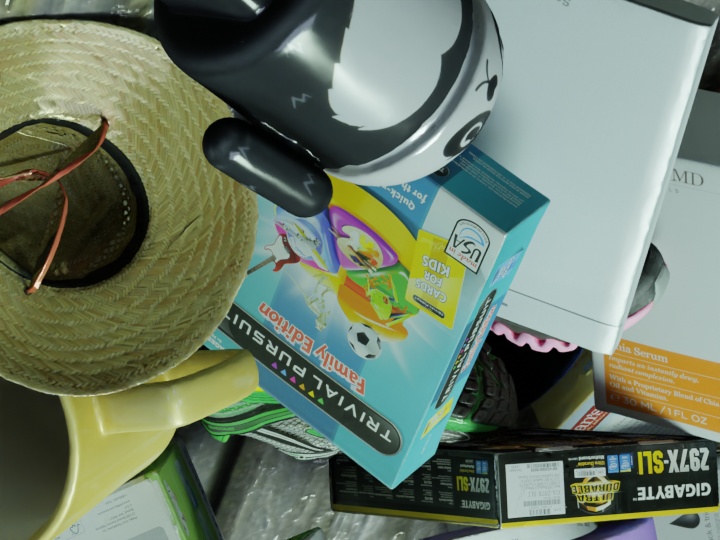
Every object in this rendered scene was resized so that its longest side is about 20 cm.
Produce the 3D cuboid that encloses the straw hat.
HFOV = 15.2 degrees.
[{"bbox_3d":[-0.160,-0.035,1.382,0.201,0.202,0.085,-7,-177,-22],"label":"straw hat"}]

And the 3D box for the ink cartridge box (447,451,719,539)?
[{"bbox_3d":[0.175,0.212,1.835,0.200,0.147,0.146,-10,180,-10],"label":"ink cartridge box"}]

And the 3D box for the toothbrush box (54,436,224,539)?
[{"bbox_3d":[-0.163,0.172,1.607,0.145,0.086,0.200,-23,-176,0],"label":"toothbrush box"}]

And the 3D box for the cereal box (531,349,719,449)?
[{"bbox_3d":[0.231,0.065,1.814,0.200,0.040,0.144,7,138,-37],"label":"cereal box"}]

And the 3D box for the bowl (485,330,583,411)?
[{"bbox_3d":[0.051,0.047,1.681,0.200,0.039,0.201,-16,147,-11],"label":"bowl"}]

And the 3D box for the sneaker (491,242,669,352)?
[{"bbox_3d":[0.073,-0.017,1.509,0.200,0.079,0.095,7,139,24],"label":"sneaker"}]

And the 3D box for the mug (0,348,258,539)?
[{"bbox_3d":[-0.159,0.078,1.469,0.153,0.186,0.150,-20,134,-59],"label":"mug"}]

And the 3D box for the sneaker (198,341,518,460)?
[{"bbox_3d":[-0.004,0.071,1.591,0.200,0.078,0.085,8,133,13],"label":"sneaker"}]

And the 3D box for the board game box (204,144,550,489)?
[{"bbox_3d":[0.000,0.000,1.458,0.047,0.151,0.200,-36,156,-45],"label":"board game box"}]

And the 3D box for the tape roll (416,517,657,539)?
[{"bbox_3d":[0.086,0.197,1.648,0.200,0.066,0.200,-12,-178,0],"label":"tape roll"}]

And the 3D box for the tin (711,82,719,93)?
[{"bbox_3d":[0.227,-0.063,1.628,0.112,0.042,0.200,8,138,-44],"label":"tin"}]

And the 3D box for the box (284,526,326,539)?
[{"bbox_3d":[-0.124,0.222,1.618,0.200,0.036,0.144,-26,-178,28],"label":"box"}]

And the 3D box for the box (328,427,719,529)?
[{"bbox_3d":[0.097,0.124,1.642,0.159,0.049,0.200,-4,180,-30],"label":"box"}]

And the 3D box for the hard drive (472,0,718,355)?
[{"bbox_3d":[0.099,-0.064,1.427,0.027,0.132,0.200,-50,157,-59],"label":"hard drive"}]

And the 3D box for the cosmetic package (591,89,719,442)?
[{"bbox_3d":[0.189,-0.003,1.562,0.071,0.101,0.200,-49,142,-43],"label":"cosmetic package"}]

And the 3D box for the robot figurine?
[{"bbox_3d":[-0.017,-0.121,1.300,0.150,0.125,0.200,-39,134,17],"label":"robot figurine"}]
